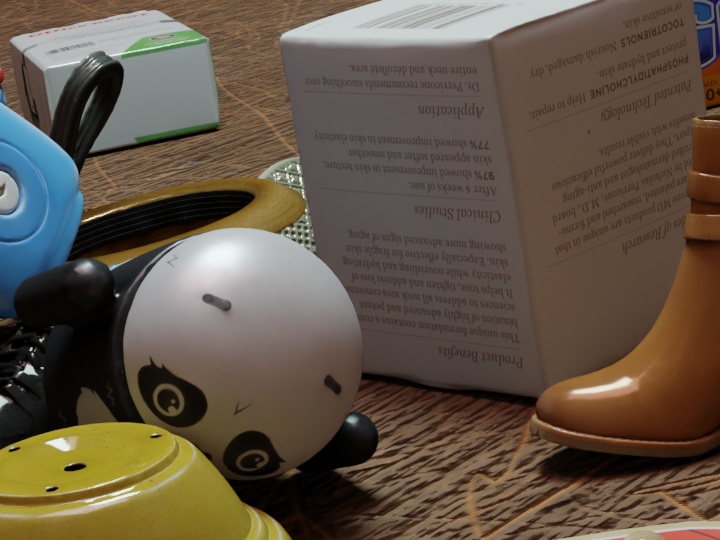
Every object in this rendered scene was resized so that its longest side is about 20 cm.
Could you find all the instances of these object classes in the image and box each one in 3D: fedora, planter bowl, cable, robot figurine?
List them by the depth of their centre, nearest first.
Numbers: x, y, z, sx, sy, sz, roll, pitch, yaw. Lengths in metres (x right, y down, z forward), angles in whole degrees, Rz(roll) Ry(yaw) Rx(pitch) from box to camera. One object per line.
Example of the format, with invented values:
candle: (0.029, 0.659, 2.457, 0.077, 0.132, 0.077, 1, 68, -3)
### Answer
planter bowl: (-0.118, 0.119, 1.106, 0.200, 0.083, 0.200, -8, 14, 2)
robot figurine: (-0.081, 0.049, 1.226, 0.150, 0.125, 0.200, -11, -3, -28)
fedora: (-0.124, 0.007, 1.528, 0.201, 0.082, 0.201, -13, 16, 4)
cable: (-0.204, -0.048, 1.604, 0.050, 0.200, 0.097, 31, 36, 31)

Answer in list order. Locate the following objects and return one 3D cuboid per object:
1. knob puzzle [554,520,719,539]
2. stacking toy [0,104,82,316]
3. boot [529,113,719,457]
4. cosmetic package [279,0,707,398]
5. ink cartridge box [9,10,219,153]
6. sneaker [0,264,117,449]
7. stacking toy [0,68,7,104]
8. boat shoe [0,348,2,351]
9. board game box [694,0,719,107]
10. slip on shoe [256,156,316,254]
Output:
knob puzzle: (0.123, 0.131, 1.024, 0.220, 0.030, 0.220, -9, 15, 2)
stacking toy: (-0.264, -0.016, 1.459, 0.200, 0.110, 0.116, -23, 40, 43)
boot: (0.172, 0.004, 1.221, 0.200, 0.155, 0.077, -9, 15, 1)
cosmetic package: (0.081, -0.053, 1.399, 0.167, 0.200, 0.166, 7, 22, 45)
ink cartridge box: (-0.218, -0.167, 2.218, 0.146, 0.084, 0.200, -12, 15, -13)
sneaker: (-0.178, 0.059, 1.367, 0.073, 0.082, 0.200, 4, 21, 34)
stacking toy: (-0.403, -0.240, 2.375, 0.110, 0.200, 0.116, -11, 14, -6)
boat shoe: (-0.281, 0.057, 1.454, 0.200, 0.072, 0.068, -4, 18, 28)
board game box: (0.245, -0.246, 2.019, 0.200, 0.200, 0.200, -16, 17, -24)
slip on shoe: (-0.030, -0.047, 1.730, 0.061, 0.074, 0.200, -41, 0, 36)
